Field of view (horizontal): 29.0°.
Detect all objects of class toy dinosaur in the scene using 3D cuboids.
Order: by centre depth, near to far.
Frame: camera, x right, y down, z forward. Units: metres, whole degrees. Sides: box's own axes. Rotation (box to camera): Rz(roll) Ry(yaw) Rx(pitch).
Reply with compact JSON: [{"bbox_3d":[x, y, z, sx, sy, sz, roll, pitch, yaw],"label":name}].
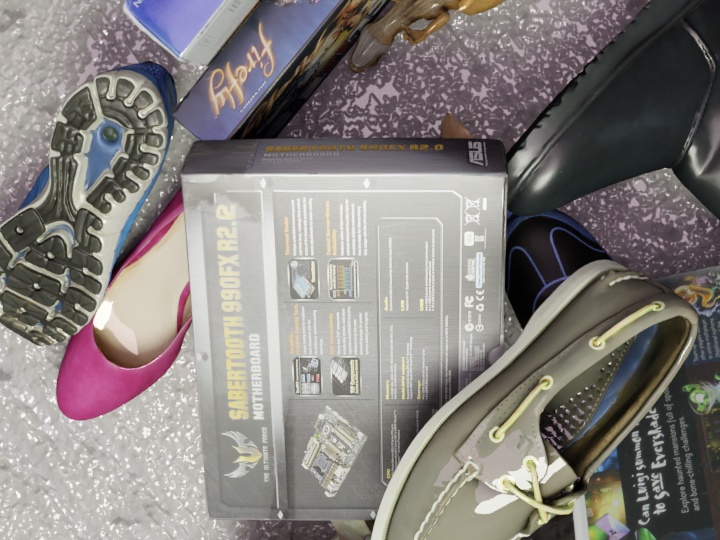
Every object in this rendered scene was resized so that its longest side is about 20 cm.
[{"bbox_3d":[0.078,-0.170,0.777,0.199,0.106,0.061,-17,85,10],"label":"toy dinosaur"}]

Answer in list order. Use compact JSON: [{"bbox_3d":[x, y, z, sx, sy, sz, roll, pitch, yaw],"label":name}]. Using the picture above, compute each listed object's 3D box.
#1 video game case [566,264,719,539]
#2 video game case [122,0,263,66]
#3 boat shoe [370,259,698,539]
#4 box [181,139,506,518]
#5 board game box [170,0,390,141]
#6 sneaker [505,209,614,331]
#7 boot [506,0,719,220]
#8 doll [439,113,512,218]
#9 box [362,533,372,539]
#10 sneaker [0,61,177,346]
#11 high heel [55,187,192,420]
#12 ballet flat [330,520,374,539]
[{"bbox_3d":[0.191,0.078,0.685,0.181,0.023,0.201,-12,49,15],"label":"video game case"},{"bbox_3d":[-0.029,-0.195,0.740,0.045,0.181,0.200,41,97,3],"label":"video game case"},{"bbox_3d":[0.083,0.082,0.669,0.202,0.060,0.072,-49,125,-10],"label":"boat shoe"},{"bbox_3d":[-0.005,0.034,0.719,0.157,0.048,0.201,0,114,3],"label":"box"},{"bbox_3d":[-0.014,-0.150,0.766,0.035,0.135,0.200,41,98,1],"label":"board game box"},{"bbox_3d":[0.140,0.054,0.794,0.070,0.078,0.201,-30,91,8],"label":"sneaker"},{"bbox_3d":[0.184,-0.055,0.755,0.168,0.076,0.200,44,66,3],"label":"boot"},{"bbox_3d":[0.000,0.000,0.800,0.200,0.048,0.136,-43,58,-3],"label":"doll"},{"bbox_3d":[0.096,0.221,0.724,0.199,0.048,0.159,3,121,12],"label":"box"},{"bbox_3d":[-0.159,-0.039,0.823,0.078,0.089,0.200,35,116,-4],"label":"sneaker"},{"bbox_3d":[-0.120,0.015,0.810,0.200,0.096,0.067,-44,89,8],"label":"high heel"},{"bbox_3d":[-0.009,0.146,0.826,0.062,0.067,0.201,-24,91,16],"label":"ballet flat"}]
